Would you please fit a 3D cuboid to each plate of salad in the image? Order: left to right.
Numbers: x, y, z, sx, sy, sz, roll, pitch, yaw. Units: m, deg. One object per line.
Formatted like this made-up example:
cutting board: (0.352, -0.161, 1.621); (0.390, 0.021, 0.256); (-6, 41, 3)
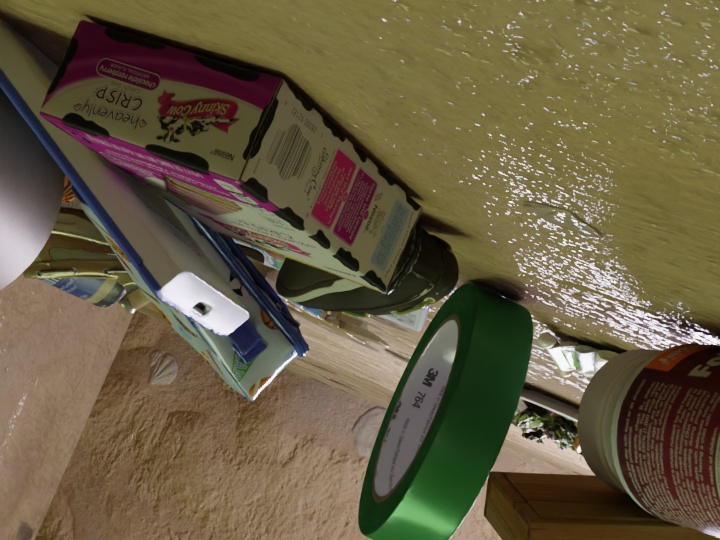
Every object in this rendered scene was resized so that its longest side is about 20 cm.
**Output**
plate of salad: (0.208, 0.172, 1.815); (0.199, 0.048, 0.200); (23, 174, 3)

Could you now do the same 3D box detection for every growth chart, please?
growth chart: (0.230, 0.089, 1.248); (0.199, 0.018, 0.145); (19, 171, 24)

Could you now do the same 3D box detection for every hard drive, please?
hard drive: (-0.149, -0.054, 0.970); (0.200, 0.025, 0.132); (52, -178, 18)

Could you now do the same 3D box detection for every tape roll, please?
tape roll: (0.061, 0.109, 1.184); (0.048, 0.201, 0.200); (23, 173, -8)

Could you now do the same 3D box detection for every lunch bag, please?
lunch bag: (-0.119, -0.001, 1.153); (0.200, 0.076, 0.160); (52, 172, -20)

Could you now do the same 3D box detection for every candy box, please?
candy box: (-0.066, -0.059, 0.902); (0.136, 0.061, 0.200); (20, 173, 28)

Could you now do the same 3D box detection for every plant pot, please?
plant pot: (-0.287, -0.087, 0.981); (0.187, 0.188, 0.200); (23, 165, 4)

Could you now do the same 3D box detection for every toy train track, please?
toy train track: (-0.040, 0.021, 1.331); (0.114, 0.033, 0.200); (18, 173, 28)

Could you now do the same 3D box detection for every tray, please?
tray: (0.192, 0.166, 1.065); (0.199, 0.037, 0.099); (4, -169, -12)

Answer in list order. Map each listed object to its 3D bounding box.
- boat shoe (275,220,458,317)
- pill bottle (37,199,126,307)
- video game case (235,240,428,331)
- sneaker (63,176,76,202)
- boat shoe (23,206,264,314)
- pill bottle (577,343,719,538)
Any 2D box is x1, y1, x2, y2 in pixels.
boat shoe: (0.000, 0.000, 1.087); (0.060, 0.072, 0.201); (30, 169, -18)
pill bottle: (-0.301, -0.053, 1.499); (0.200, 0.112, 0.112); (26, 173, -23)
video game case: (-0.026, 0.001, 1.377); (0.182, 0.024, 0.200); (23, 173, 3)
sneaker: (-0.258, -0.067, 1.250); (0.077, 0.112, 0.200); (20, 173, 25)
boat shoe: (-0.180, -0.001, 1.328); (0.199, 0.076, 0.072); (9, 174, 8)
pill bottle: (0.223, 0.104, 0.973); (0.114, 0.114, 0.200); (26, 172, -24)
